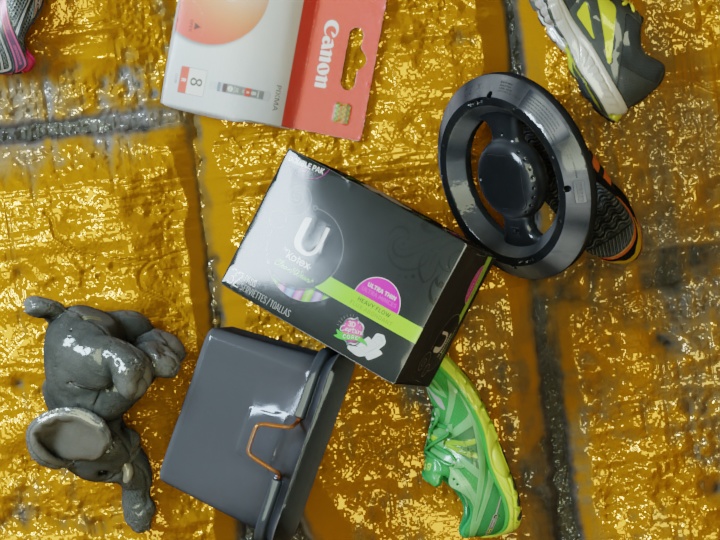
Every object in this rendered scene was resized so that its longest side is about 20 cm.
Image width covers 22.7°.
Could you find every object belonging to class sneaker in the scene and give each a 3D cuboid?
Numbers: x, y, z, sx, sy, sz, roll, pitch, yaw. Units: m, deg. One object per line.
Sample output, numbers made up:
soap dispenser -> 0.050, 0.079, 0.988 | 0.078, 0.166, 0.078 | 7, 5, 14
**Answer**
sneaker -> -0.338, -0.290, 1.739 | 0.074, 0.081, 0.202 | 11, 101, -14
sneaker -> 0.206, -0.085, 1.741 | 0.070, 0.090, 0.201 | -37, 65, 11
sneaker -> 0.093, 0.171, 1.751 | 0.083, 0.074, 0.201 | -22, 93, -2
sneaker -> 0.224, -0.246, 1.734 | 0.084, 0.074, 0.201 | -30, 101, -3

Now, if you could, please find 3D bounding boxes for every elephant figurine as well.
elephant figurine -> -0.261, 0.143, 1.738 | 0.155, 0.141, 0.201 | 35, 111, 27

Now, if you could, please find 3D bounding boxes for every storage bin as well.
storage bin -> -0.106, 0.151, 1.730 | 0.133, 0.146, 0.201 | 19, 93, 10

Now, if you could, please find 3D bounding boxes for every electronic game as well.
electronic game -> 0.145, -0.088, 1.693 | 0.041, 0.199, 0.201 | -22, 93, -36

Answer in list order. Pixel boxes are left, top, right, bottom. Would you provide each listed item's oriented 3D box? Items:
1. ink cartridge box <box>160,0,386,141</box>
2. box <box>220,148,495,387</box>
ink cartridge box -> -0.084, -0.221, 1.747 | 0.198, 0.050, 0.164 | 11, 93, 4
box -> 0.000, 0.000, 1.694 | 0.199, 0.124, 0.149 | 28, 94, 18
